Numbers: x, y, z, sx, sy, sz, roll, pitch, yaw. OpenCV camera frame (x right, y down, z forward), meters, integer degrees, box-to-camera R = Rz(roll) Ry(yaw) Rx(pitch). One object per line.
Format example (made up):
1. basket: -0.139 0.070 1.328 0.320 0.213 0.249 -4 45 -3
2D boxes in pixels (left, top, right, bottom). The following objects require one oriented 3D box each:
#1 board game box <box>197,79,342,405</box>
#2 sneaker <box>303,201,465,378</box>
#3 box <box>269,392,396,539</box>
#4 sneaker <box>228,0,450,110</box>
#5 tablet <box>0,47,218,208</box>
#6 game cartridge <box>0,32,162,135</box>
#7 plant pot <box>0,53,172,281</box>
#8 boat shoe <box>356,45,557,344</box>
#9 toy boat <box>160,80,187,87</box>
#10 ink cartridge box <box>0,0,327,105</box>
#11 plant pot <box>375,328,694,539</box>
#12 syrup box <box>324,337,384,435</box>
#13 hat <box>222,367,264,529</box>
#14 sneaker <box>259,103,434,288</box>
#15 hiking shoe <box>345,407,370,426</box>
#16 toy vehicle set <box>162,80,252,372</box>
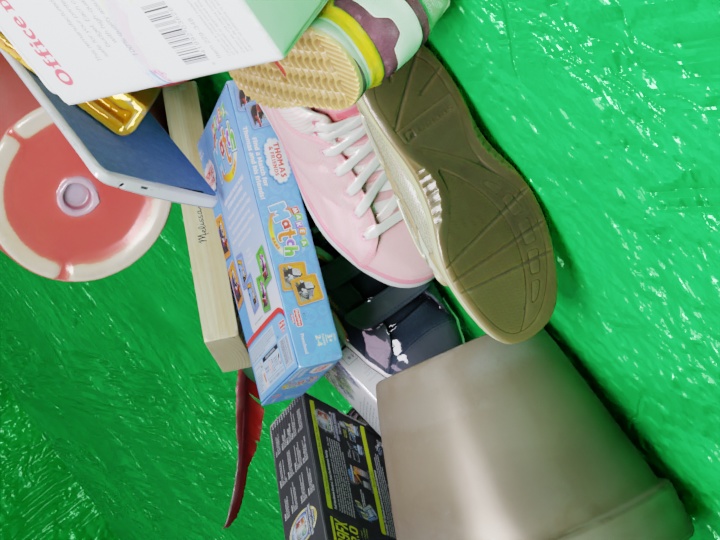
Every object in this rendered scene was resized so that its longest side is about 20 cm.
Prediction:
1. board game box: -0.066 -0.018 1.457 0.151 0.036 0.201 134 122 -72
2. sneaker: 0.000 0.000 1.488 0.200 0.078 0.079 48 168 13
3. box: 0.017 0.194 1.515 0.160 0.044 0.200 29 -154 -26
4. sneaker: -0.021 -0.145 1.231 0.200 0.090 0.075 23 145 58
5. tablet: -0.190 -0.118 1.462 0.130 0.014 0.200 12 -148 -55
6. game cartridge: -0.214 -0.181 1.501 0.176 0.032 0.200 37 -164 -8
7. plant pot: -0.227 -0.085 1.607 0.201 0.200 0.177 59 178 -25
8. boat shoe: 0.054 -0.048 1.278 0.201 0.073 0.063 57 169 -10
9. toy boat: -0.159 -0.213 1.435 0.200 0.131 0.131 46 -168 18
10. ink cartridge box: -0.129 -0.183 1.170 0.199 0.086 0.148 -4 133 45
11. plant pot: 0.094 0.132 1.379 0.174 0.199 0.200 66 163 4
12. syrup box: 0.000 0.042 1.563 0.200 0.081 0.079 45 167 13
13. hat: -0.098 0.068 1.697 0.200 0.176 0.166 50 162 3
14. sneaker: -0.004 -0.076 1.348 0.201 0.075 0.105 57 167 -5
15. hiking shoe: 0.012 0.139 1.696 0.076 0.101 0.200 46 162 13
16. toy vehicle set: -0.115 -0.031 1.597 0.124 0.026 0.201 79 -179 -76
